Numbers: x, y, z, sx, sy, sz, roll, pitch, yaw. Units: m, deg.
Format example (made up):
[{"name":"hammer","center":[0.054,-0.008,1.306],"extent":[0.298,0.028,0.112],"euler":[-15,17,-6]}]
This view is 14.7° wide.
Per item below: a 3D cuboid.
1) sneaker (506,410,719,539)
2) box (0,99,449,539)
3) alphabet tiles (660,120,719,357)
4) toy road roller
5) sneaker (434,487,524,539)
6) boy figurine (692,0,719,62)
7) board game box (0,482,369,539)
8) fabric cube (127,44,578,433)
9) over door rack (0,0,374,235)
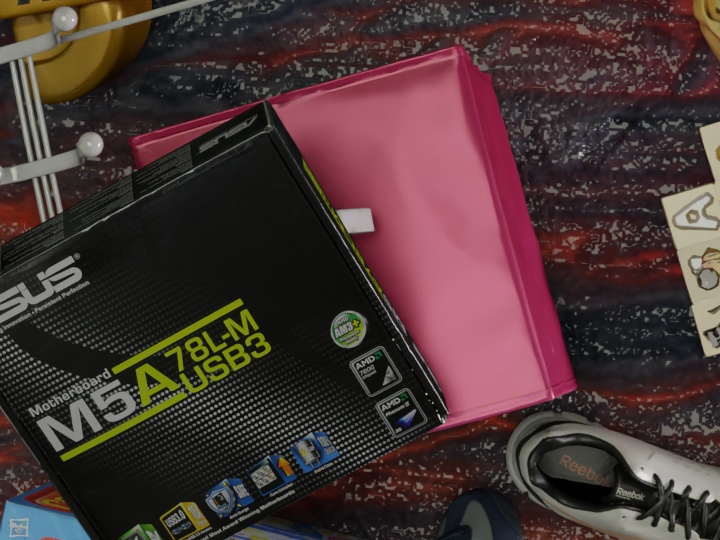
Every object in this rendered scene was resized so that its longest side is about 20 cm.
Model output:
[{"name":"sneaker","center":[0.179,0.140,1.633],"extent":[0.200,0.080,0.074],"euler":[17,91,5]},{"name":"box","center":[-0.085,0.041,1.442],"extent":[0.200,0.048,0.193],"euler":[-28,116,6]},{"name":"alphabet tiles","center":[0.287,-0.024,1.653],"extent":[0.200,0.006,0.166],"euler":[-17,90,7]},{"name":"toy road roller","center":[-0.144,-0.181,1.649],"extent":[0.200,0.123,0.146],"euler":[-8,102,12]},{"name":"sneaker","center":[0.041,0.193,1.598],"extent":[0.082,0.200,0.070],"euler":[33,131,-21]},{"name":"boy figurine","center":[0.228,-0.217,1.630],"extent":[0.124,0.064,0.200],"euler":[15,89,4]},{"name":"board game box","center":[-0.094,0.171,1.605],"extent":[0.196,0.200,0.056],"euler":[14,92,6]},{"name":"fabric cube","center":[0.000,0.000,1.593],"extent":[0.196,0.200,0.199],"euler":[-16,87,8]},{"name":"over door rack","center":[-0.108,-0.072,1.474],"extent":[0.200,0.067,0.148],"euler":[-12,88,13]}]
